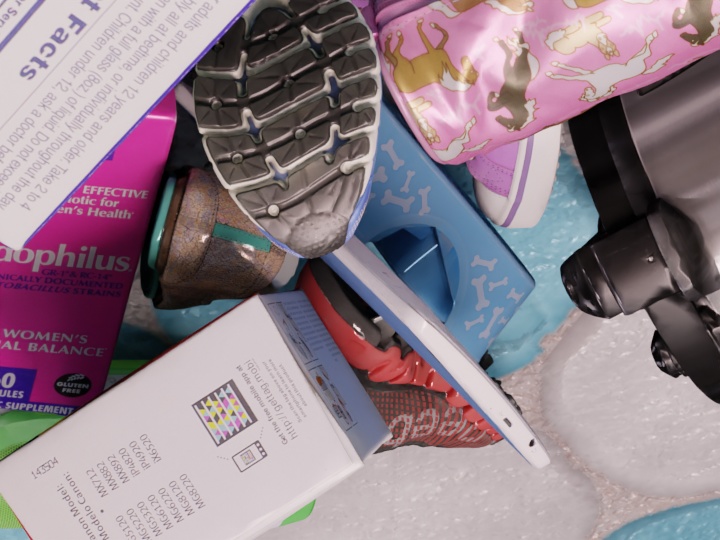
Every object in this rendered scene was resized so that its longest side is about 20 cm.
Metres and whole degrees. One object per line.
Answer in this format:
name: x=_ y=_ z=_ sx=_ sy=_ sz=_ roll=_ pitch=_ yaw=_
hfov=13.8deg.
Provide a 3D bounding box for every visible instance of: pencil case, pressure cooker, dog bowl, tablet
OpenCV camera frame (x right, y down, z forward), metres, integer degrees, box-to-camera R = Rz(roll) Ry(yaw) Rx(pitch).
pencil case: x=0.098 y=-0.114 z=1.202 sx=0.199 sy=0.087 sz=0.083 roll=-26 pitch=-179 yaw=20
pressure cooker: x=0.181 y=-0.037 z=1.322 sx=0.199 sy=0.179 sz=0.176 roll=-27 pitch=139 yaw=17
dog bowl: x=0.014 y=-0.037 z=1.344 sx=0.049 sy=0.112 sz=0.200 roll=-39 pitch=134 yaw=3
tablet: x=0.000 y=0.000 z=1.263 sx=0.014 sy=0.200 sz=0.130 roll=-43 pitch=138 yaw=-2

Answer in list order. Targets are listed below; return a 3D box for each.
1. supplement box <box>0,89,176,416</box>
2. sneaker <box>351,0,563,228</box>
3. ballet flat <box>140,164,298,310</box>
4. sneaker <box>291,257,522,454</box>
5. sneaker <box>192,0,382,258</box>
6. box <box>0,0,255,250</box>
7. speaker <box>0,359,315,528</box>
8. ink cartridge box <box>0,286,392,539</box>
supplement box: x=-0.149 y=-0.038 z=1.310 sx=0.100 sy=0.104 sz=0.201 roll=5 pitch=135 yaw=-13
sneaker: x=0.034 y=-0.103 z=1.306 sx=0.113 sy=0.073 sz=0.201 roll=-3 pitch=129 yaw=-2
ballet flat: x=-0.062 y=-0.009 z=1.311 sx=0.067 sy=0.200 sz=0.069 roll=13 pitch=92 yaw=-6
sneaker: x=0.005 y=0.055 z=1.444 sx=0.098 sy=0.071 sz=0.200 roll=-40 pitch=149 yaw=13
sneaker: x=-0.028 y=-0.082 z=1.211 sx=0.078 sy=0.201 sz=0.089 roll=-17 pitch=141 yaw=6
box: x=-0.140 y=-0.142 z=1.039 sx=0.199 sy=0.105 sz=0.184 roll=34 pitch=120 yaw=-22
speaker: x=-0.123 y=0.087 z=1.471 sx=0.198 sy=0.089 sz=0.089 roll=1 pitch=138 yaw=-12
ink cartridge box: x=-0.084 y=0.088 z=1.255 sx=0.175 sy=0.084 sz=0.200 roll=-33 pitch=178 yaw=3
